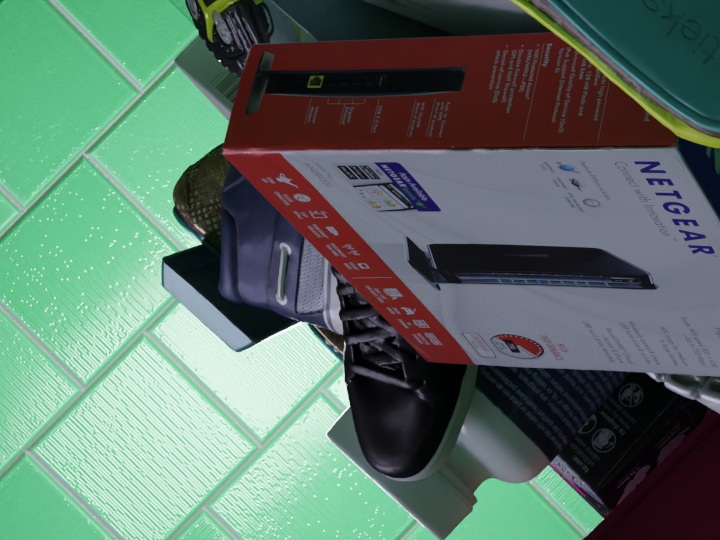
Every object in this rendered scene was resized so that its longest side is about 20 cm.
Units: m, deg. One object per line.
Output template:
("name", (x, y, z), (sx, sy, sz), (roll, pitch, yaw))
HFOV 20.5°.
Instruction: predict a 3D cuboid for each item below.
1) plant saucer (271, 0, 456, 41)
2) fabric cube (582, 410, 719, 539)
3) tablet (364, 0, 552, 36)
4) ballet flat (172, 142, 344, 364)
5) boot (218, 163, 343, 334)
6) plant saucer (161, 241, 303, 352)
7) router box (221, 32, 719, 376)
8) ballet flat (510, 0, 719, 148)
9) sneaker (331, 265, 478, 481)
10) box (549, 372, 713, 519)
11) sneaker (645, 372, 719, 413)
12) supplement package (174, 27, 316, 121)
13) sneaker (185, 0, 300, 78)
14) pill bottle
("plant saucer", (0.013, -0.122, 0.864), (0.200, 0.036, 0.200), (36, -163, -13))
("fabric cube", (0.233, 0.185, 1.031), (0.199, 0.196, 0.200), (46, 180, 21))
("tablet", (0.006, -0.117, 0.715), (0.199, 0.014, 0.130), (20, 171, 1))
("ballet flat", (-0.015, 0.000, 1.091), (0.200, 0.065, 0.071), (38, -156, 2))
("boot", (-0.024, -0.069, 1.017), (0.090, 0.201, 0.073), (12, -169, 23))
("plant saucer", (-0.050, 0.006, 1.141), (0.070, 0.019, 0.200), (41, -161, 10))
("router box", (0.071, -0.021, 0.781), (0.179, 0.049, 0.200), (1, 155, 28))
("ballet flat", (0.051, -0.111, 0.575), (0.200, 0.067, 0.067), (43, -160, 2))
("sneaker", (0.000, 0.000, 0.920), (0.073, 0.201, 0.112), (8, -176, 38))
("box", (0.124, 0.037, 1.144), (0.200, 0.132, 0.115), (45, 178, 31))
("sneaker", (0.189, 0.049, 0.924), (0.200, 0.078, 0.091), (46, -177, 27))
("supplement package", (0.007, -0.087, 1.205), (0.121, 0.120, 0.200), (42, 177, 43))
("sneaker", (-0.058, -0.170, 0.964), (0.076, 0.076, 0.200), (87, 165, -48))
("pill bottle", (0.078, 0.037, 1.024), (0.111, 0.200, 0.111), (42, 176, 4))
